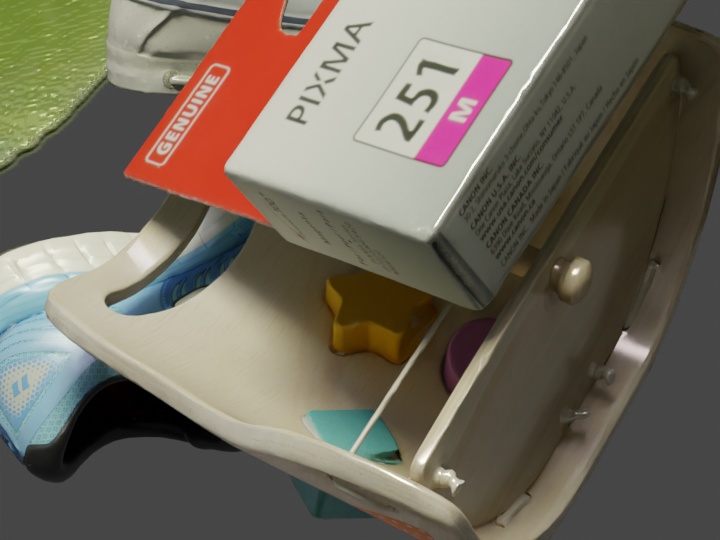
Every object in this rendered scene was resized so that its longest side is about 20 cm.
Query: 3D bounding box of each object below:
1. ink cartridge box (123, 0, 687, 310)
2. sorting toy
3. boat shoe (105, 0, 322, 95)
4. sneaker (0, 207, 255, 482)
[{"bbox_3d":[0.023,-0.098,0.844,0.173,0.044,0.200,20,70,42],"label":"ink cartridge box"},{"bbox_3d":[0.000,0.000,0.867,0.180,0.107,0.200,21,57,21],"label":"sorting toy"},{"bbox_3d":[-0.007,-0.076,1.055,0.202,0.086,0.075,4,20,-30],"label":"boat shoe"},{"bbox_3d":[-0.039,0.025,0.939,0.200,0.078,0.090,-19,57,-10],"label":"sneaker"}]
